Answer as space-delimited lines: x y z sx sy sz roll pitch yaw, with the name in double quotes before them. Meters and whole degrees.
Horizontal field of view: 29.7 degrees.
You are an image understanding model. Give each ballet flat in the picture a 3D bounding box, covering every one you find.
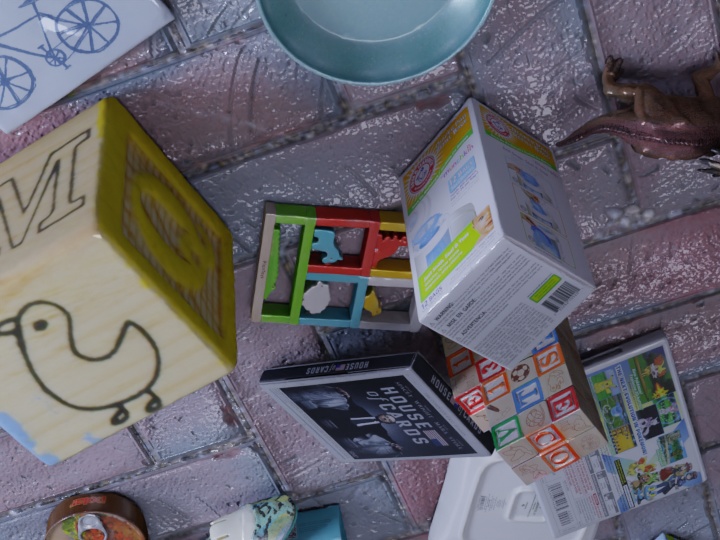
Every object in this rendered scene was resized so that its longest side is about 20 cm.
"ballet flat" -0.151 0.308 1.486 0.074 0.075 0.200 30 118 -27

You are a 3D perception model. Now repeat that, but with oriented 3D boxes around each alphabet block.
"alphabet block" -0.239 0.010 1.159 0.199 0.197 0.196 -29 128 16

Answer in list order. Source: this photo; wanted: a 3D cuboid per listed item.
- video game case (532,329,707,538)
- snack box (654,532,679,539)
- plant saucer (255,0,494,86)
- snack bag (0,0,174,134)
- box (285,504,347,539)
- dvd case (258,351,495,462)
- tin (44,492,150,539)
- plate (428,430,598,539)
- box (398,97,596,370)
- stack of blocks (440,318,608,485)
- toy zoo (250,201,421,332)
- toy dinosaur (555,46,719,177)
"video game case" 0.259 0.176 1.434 0.181 0.022 0.201 -21 119 3
"snack box" 0.392 0.419 1.646 0.199 0.068 0.169 25 123 -22
"plant saucer" 0.012 -0.243 1.087 0.198 0.036 0.201 -4 130 -5
"snack bag" -0.280 -0.222 1.079 0.188 0.022 0.200 -31 126 16
"box" -0.047 0.357 1.555 0.081 0.049 0.201 -10 130 1
"dvd case" 0.016 0.139 1.344 0.199 0.025 0.150 -9 136 41
"tin" -0.286 0.323 1.508 0.111 0.042 0.201 -8 129 -5
"plate" 0.188 0.251 1.509 0.198 0.032 0.201 4 129 -10
"box" 0.111 -0.035 1.160 0.101 0.201 0.113 28 123 -25
"stack of blocks" 0.147 0.100 1.273 0.115 0.201 0.059 -31 127 16
"toy zoo" 0.000 0.000 1.291 0.198 0.021 0.132 3 128 -10
"toy dinosaur" 0.272 -0.119 1.153 0.198 0.136 0.086 -3 129 -4
